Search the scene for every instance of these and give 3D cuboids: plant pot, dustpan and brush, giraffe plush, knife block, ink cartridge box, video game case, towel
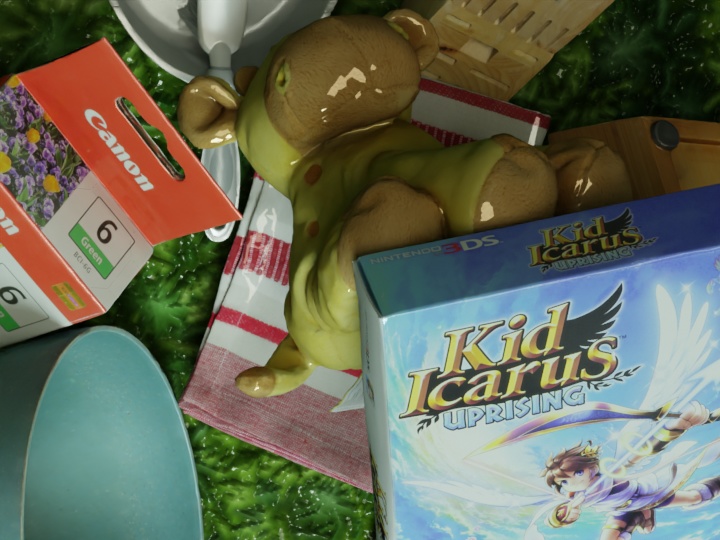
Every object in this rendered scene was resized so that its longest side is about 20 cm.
[{"bbox_3d":[-0.174,0.131,1.130,0.134,0.200,0.201,-5,109,19],"label":"plant pot"},{"bbox_3d":[-0.068,-0.117,1.140,0.139,0.057,0.201,0,106,-14],"label":"dustpan and brush"},{"bbox_3d":[0.006,-0.048,1.078,0.172,0.200,0.163,-6,67,-39],"label":"giraffe plush"},{"bbox_3d":[0.090,-0.192,1.169,0.064,0.176,0.200,25,143,-18],"label":"knife block"},{"bbox_3d":[-0.157,-0.027,1.079,0.109,0.199,0.050,52,49,-20],"label":"ink cartridge box"},{"bbox_3d":[0.102,0.058,1.009,0.199,0.046,0.182,-12,127,-9],"label":"video game case"},{"bbox_3d":[0.000,0.000,1.156,0.143,0.023,0.201,20,94,24],"label":"towel"}]

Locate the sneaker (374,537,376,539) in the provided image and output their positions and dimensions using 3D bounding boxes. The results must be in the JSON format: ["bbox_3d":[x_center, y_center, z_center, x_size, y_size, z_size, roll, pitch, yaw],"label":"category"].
[{"bbox_3d":[0.042,0.220,1.250,0.073,0.082,0.201,-2,104,-12],"label":"sneaker"}]

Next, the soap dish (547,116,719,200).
[{"bbox_3d":[0.186,0.017,1.163,0.157,0.081,0.201,3,62,-35],"label":"soap dish"}]
